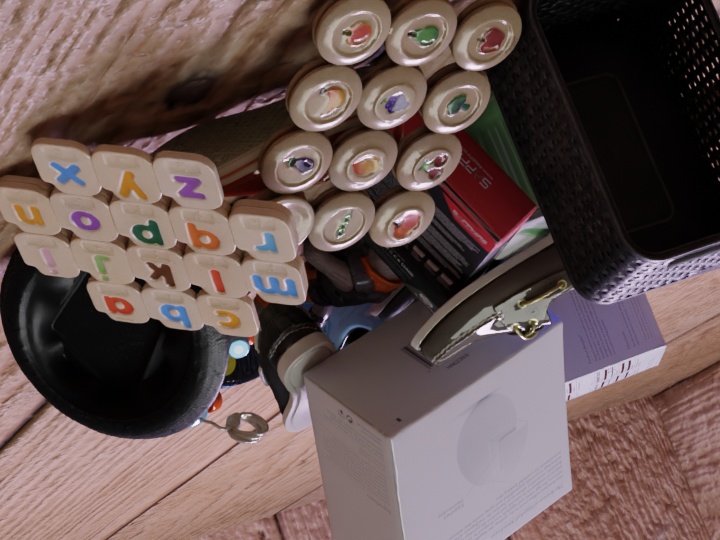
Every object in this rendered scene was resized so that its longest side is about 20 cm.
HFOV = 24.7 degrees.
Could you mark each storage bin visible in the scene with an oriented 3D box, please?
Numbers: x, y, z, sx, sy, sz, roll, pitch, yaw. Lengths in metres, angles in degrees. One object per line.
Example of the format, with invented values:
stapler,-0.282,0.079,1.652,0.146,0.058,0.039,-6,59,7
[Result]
storage bin,0.185,-0.095,1.110,0.134,0.202,0.094,-16,167,-20

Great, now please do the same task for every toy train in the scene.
toy train,-0.143,0.073,1.474,0.148,0.201,0.056,2,120,-12

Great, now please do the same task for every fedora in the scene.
fedora,-0.168,0.027,1.218,0.200,0.201,0.092,-30,-166,36

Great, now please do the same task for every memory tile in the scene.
memory tile,0.011,-0.090,1.049,0.152,0.017,0.201,-1,132,-33

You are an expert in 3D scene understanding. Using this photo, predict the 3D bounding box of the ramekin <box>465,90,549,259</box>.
ramekin,0.158,-0.088,1.330,0.198,0.099,0.200,-21,167,-5

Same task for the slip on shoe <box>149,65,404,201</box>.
slip on shoe,-0.059,-0.072,1.083,0.198,0.074,0.062,-22,123,-10

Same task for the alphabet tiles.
alphabet tiles,-0.133,-0.020,1.061,0.197,0.015,0.196,6,146,12

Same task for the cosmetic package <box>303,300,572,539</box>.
cosmetic package,0.072,0.142,1.430,0.198,0.123,0.202,-30,131,-28

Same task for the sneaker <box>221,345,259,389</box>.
sneaker,-0.184,0.095,1.628,0.198,0.067,0.078,-12,176,-34

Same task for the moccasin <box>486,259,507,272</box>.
moccasin,0.091,0.009,1.547,0.080,0.202,0.068,23,171,10

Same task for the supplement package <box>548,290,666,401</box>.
supplement package,0.175,0.034,1.644,0.198,0.193,0.147,-21,167,2

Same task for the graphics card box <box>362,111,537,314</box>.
graphics card box,0.054,-0.047,1.259,0.051,0.126,0.200,-42,173,-20

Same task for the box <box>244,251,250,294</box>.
box,-0.141,0.007,1.361,0.116,0.049,0.200,-13,163,-32

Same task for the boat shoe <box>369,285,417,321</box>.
boat shoe,0.095,-0.013,1.483,0.200,0.062,0.073,-42,-172,3

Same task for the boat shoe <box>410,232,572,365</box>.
boat shoe,0.131,0.015,1.258,0.201,0.061,0.072,-35,172,2

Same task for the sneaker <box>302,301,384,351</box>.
sneaker,-0.030,0.052,1.591,0.078,0.091,0.199,-10,175,-40

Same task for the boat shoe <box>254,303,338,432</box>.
boat shoe,-0.055,0.085,1.444,0.074,0.061,0.200,-34,159,-7

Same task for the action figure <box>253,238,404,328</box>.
action figure,0.000,0.000,1.441,0.198,0.106,0.193,-9,172,-39
